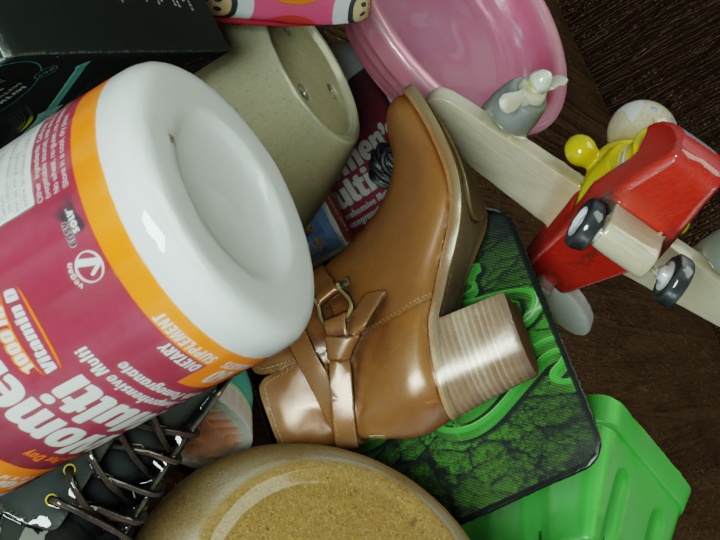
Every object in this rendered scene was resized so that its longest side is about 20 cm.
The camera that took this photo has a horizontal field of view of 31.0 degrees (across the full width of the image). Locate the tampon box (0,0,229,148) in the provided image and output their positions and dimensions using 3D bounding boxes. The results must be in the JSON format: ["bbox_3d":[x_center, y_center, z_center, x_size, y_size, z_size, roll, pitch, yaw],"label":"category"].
[{"bbox_3d":[-0.181,-0.116,0.575,0.127,0.149,0.200,63,20,0],"label":"tampon box"}]

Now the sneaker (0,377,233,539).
[{"bbox_3d":[-0.112,0.088,0.542,0.075,0.106,0.201,44,32,-40],"label":"sneaker"}]

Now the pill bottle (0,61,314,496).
[{"bbox_3d":[-0.124,0.018,0.471,0.110,0.199,0.110,49,24,-31],"label":"pill bottle"}]

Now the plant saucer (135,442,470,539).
[{"bbox_3d":[-0.015,0.163,0.620,0.199,0.036,0.201,11,51,-14],"label":"plant saucer"}]

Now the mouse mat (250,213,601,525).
[{"bbox_3d":[0.030,0.076,0.768,0.008,0.199,0.162,24,42,-59],"label":"mouse mat"}]

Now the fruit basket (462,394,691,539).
[{"bbox_3d":[0.108,0.125,0.894,0.156,0.215,0.216,47,25,-35],"label":"fruit basket"}]

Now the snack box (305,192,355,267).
[{"bbox_3d":[-0.080,-0.090,0.897,0.201,0.072,0.024,63,20,0],"label":"snack box"}]

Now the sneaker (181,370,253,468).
[{"bbox_3d":[-0.121,0.019,0.674,0.200,0.071,0.080,56,19,-39],"label":"sneaker"}]

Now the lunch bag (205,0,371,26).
[{"bbox_3d":[-0.055,-0.206,0.748,0.200,0.175,0.082,-104,-159,-55],"label":"lunch bag"}]

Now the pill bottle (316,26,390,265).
[{"bbox_3d":[-0.023,-0.099,0.967,0.201,0.109,0.110,58,21,-12],"label":"pill bottle"}]

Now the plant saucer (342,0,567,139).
[{"bbox_3d":[0.057,-0.170,0.892,0.200,0.051,0.202,25,49,-31],"label":"plant saucer"}]

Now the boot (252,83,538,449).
[{"bbox_3d":[0.000,0.000,0.740,0.074,0.154,0.201,47,25,-61],"label":"boot"}]

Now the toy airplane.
[{"bbox_3d":[0.153,-0.040,0.811,0.142,0.198,0.200,-61,142,-18],"label":"toy airplane"}]

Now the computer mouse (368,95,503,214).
[{"bbox_3d":[0.045,-0.119,0.919,0.109,0.044,0.201,20,52,-33],"label":"computer mouse"}]

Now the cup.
[{"bbox_3d":[-0.086,-0.087,0.778,0.200,0.143,0.201,48,25,-31],"label":"cup"}]
